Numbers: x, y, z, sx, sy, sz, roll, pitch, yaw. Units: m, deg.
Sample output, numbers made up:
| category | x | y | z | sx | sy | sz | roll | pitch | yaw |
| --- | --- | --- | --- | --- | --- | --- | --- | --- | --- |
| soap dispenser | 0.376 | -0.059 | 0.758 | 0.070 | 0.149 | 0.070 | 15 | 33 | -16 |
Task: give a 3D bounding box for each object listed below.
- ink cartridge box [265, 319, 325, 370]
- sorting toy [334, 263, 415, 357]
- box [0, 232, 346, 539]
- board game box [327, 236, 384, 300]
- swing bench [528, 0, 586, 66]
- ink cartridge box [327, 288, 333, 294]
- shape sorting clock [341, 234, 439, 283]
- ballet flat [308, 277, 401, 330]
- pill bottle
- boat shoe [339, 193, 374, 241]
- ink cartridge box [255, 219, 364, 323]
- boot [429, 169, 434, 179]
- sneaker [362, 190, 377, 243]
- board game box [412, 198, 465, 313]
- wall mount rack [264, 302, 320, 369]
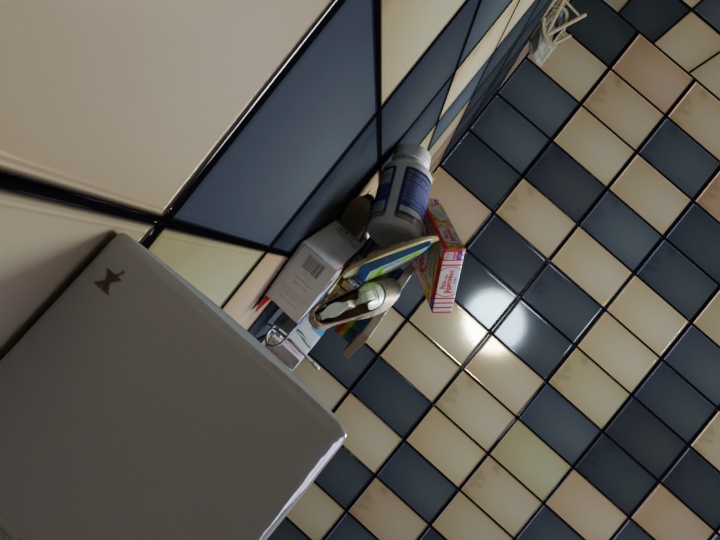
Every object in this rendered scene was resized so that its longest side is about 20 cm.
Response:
| category | x | y | z | sx | sy | sz | roll | pitch | yaw |
| --- | --- | --- | --- | --- | --- | --- | --- | --- | --- |
| ink cartridge box | -0.207 | 0.219 | 1.799 | 0.200 | 0.115 | 0.067 | -49 | 179 | -46 |
| sorting toy | 0.019 | 0.080 | 1.330 | 0.200 | 0.069 | 0.200 | -54 | 180 | -25 |
| box | -0.145 | 0.124 | 0.426 | 0.201 | 0.198 | 0.171 | -49 | 177 | -12 |
| board game box | 0.000 | 0.000 | 1.325 | 0.167 | 0.056 | 0.200 | -56 | -179 | -14 |
| swing bench | 0.797 | -0.990 | 2.434 | 0.200 | 0.130 | 0.199 | -45 | 178 | -2 |
| ink cartridge box | -0.065 | -0.015 | 1.464 | 0.117 | 0.067 | 0.200 | -51 | 178 | -15 |
| shape sorting clock | 0.056 | -0.026 | 1.113 | 0.197 | 0.040 | 0.200 | -24 | 173 | -3 |
| ballet flat | -0.009 | 0.066 | 1.147 | 0.197 | 0.069 | 0.067 | -24 | 169 | -5 |
| pill bottle | 0.087 | -0.154 | 1.202 | 0.111 | 0.109 | 0.204 | 126 | -19 | -64 |
| boat shoe | -0.023 | -0.081 | 1.261 | 0.065 | 0.072 | 0.202 | -39 | 164 | -51 |
| ink cartridge box | -0.094 | 0.012 | 1.131 | 0.176 | 0.083 | 0.200 | -51 | 178 | 22 |
| boot | 0.184 | -0.305 | 2.152 | 0.166 | 0.073 | 0.200 | -38 | -175 | 28 |
| sneaker | 0.017 | -0.121 | 1.437 | 0.088 | 0.074 | 0.200 | -54 | 180 | -22 |
| board game box | 0.156 | -0.035 | 1.219 | 0.201 | 0.045 | 0.154 | -105 | -162 | -55 |
| wall mount rack | -0.128 | 0.135 | 1.416 | 0.200 | 0.172 | 0.075 | -48 | 140 | -16 |
